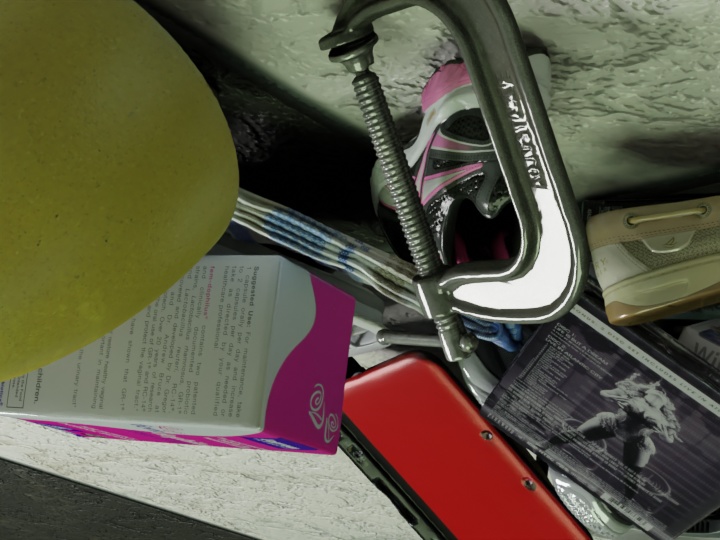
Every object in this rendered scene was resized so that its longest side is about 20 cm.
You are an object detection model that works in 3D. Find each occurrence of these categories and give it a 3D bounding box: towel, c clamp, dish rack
[{"bbox_3d":[0.000,0.000,0.815,0.198,0.024,0.147,24,177,11],"label":"towel"},{"bbox_3d":[0.030,-0.045,0.649,0.027,0.202,0.170,-27,-160,-32],"label":"c clamp"},{"bbox_3d":[-0.089,0.013,0.970,0.199,0.044,0.171,22,157,-32],"label":"dish rack"}]

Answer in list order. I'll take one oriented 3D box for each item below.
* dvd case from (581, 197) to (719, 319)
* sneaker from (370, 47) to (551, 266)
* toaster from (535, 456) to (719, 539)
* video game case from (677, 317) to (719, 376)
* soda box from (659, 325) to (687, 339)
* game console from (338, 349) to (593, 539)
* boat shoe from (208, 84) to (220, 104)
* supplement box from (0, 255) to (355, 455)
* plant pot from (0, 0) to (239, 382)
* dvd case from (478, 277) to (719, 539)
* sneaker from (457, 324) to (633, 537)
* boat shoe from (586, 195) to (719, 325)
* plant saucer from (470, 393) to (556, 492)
[{"bbox_3d":[0.240,-0.005,0.835,0.198,0.022,0.146,-1,157,20],"label":"dvd case"},{"bbox_3d":[0.051,-0.030,0.730,0.079,0.087,0.200,-4,160,-5],"label":"sneaker"},{"bbox_3d":[0.243,0.162,1.137,0.197,0.115,0.129,6,163,-1],"label":"toaster"},{"bbox_3d":[0.283,0.079,0.786,0.199,0.018,0.143,29,-165,24],"label":"video game case"},{"bbox_3d":[0.194,0.081,1.013,0.198,0.064,0.071,-5,155,29],"label":"soda box"},{"bbox_3d":[0.065,0.125,1.045,0.118,0.173,0.200,-37,105,15],"label":"game console"},{"bbox_3d":[-0.153,-0.049,0.795,0.074,0.076,0.202,20,156,-27],"label":"boat shoe"},{"bbox_3d":[-0.115,0.050,0.857,0.198,0.105,0.101,-1,165,27],"label":"supplement box"},{"bbox_3d":[-0.176,-0.030,0.661,0.198,0.143,0.201,18,140,16],"label":"plant pot"},{"bbox_3d":[0.156,0.088,0.832,0.148,0.016,0.200,35,154,7],"label":"dvd case"},{"bbox_3d":[0.150,0.073,0.941,0.114,0.075,0.201,-37,92,31],"label":"sneaker"},{"bbox_3d":[0.214,-0.028,0.718,0.198,0.066,0.072,-16,168,8],"label":"boat shoe"},{"bbox_3d":[0.095,0.149,1.142,0.200,0.034,0.201,45,168,12],"label":"plant saucer"}]
